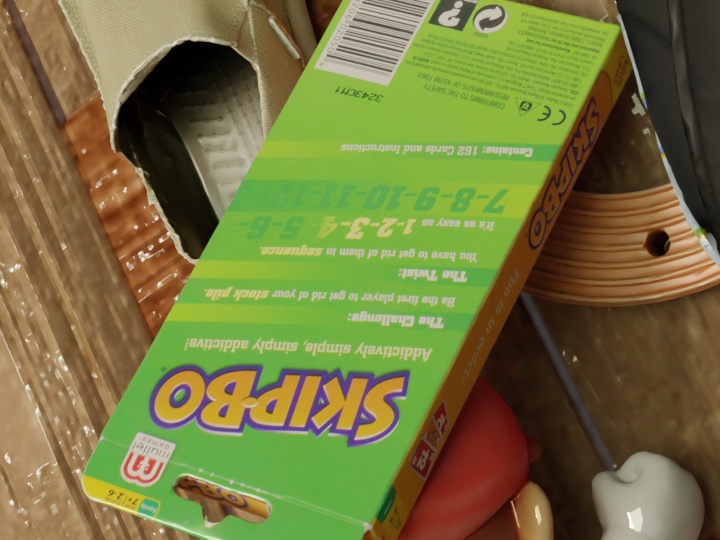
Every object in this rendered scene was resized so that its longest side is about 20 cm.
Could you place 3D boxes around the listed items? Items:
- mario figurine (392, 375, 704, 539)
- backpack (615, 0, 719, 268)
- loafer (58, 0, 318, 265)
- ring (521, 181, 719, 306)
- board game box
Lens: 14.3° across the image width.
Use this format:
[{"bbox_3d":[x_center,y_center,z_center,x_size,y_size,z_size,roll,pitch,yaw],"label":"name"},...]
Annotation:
[{"bbox_3d":[0.050,0.125,0.897,0.106,0.123,0.200,149,105,-69],"label":"mario figurine"},{"bbox_3d":[0.145,-0.084,0.794,0.163,0.154,0.200,-22,59,37],"label":"backpack"},{"bbox_3d":[-0.056,-0.073,0.963,0.076,0.068,0.200,-40,68,21],"label":"loafer"},{"bbox_3d":[0.084,-0.088,0.914,0.200,0.019,0.201,-3,84,29],"label":"ring"},{"bbox_3d":[0.000,0.000,0.875,0.095,0.030,0.200,16,63,27],"label":"board game box"}]
